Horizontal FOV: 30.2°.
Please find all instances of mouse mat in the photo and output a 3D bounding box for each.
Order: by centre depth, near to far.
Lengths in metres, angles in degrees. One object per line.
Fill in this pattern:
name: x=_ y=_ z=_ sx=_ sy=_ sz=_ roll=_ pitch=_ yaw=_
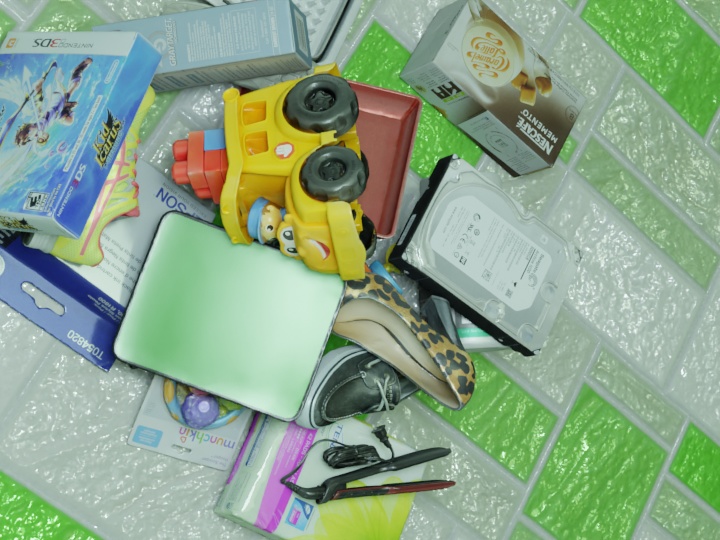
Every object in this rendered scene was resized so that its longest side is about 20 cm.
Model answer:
mouse mat: x=-0.128 y=0.045 z=1.319 sx=0.200 sy=0.008 sz=0.161 roll=21 pitch=85 yaw=-1

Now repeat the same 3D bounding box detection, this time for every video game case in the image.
video game case: x=-0.301 y=-0.133 z=1.256 sx=0.045 sy=0.181 sz=0.200 roll=44 pitch=60 yaw=-49

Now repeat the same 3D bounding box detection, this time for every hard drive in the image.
hard drive: x=0.140 y=-0.015 z=1.451 sx=0.200 sy=0.038 sz=0.140 roll=36 pitch=68 yaw=-21

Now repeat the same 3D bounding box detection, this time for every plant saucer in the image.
plant saucer: x=-0.047 y=-0.125 z=1.426 sx=0.199 sy=0.037 sz=0.200 roll=13 pitch=56 yaw=-1

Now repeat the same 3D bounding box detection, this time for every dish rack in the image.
dish rack: x=-0.094 y=-0.329 z=1.485 sx=0.200 sy=0.044 sz=0.172 roll=32 pitch=67 yaw=-23

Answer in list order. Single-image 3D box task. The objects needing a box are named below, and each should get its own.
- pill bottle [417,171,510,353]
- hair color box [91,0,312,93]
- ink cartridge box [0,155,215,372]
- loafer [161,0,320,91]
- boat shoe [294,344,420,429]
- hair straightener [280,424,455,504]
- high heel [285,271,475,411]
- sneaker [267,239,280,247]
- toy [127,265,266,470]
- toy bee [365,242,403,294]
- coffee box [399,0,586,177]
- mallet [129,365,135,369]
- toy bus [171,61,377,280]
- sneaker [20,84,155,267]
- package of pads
pill bottle: x=0.120 y=-0.007 z=1.524 sx=0.113 sy=0.113 sz=0.200 roll=1 pitch=83 yaw=-30
hair color box: x=-0.157 y=-0.224 z=1.340 sx=0.200 sy=0.099 sz=0.061 roll=-8 pitch=88 yaw=8
ink cartridge box: x=-0.274 y=-0.033 z=1.337 sx=0.200 sy=0.041 sz=0.200 roll=37 pitch=66 yaw=-21
loafer: x=-0.121 y=-0.227 z=1.423 sx=0.200 sy=0.070 sz=0.070 roll=30 pitch=100 yaw=4
boat shoe: x=0.013 y=0.114 z=1.388 sx=0.200 sy=0.071 sz=0.072 roll=-28 pitch=129 yaw=-46
hair straightener: x=0.008 y=0.200 z=1.398 sx=0.200 sy=0.041 sz=0.077 roll=-2 pitch=85 yaw=-26
high heel: x=0.021 y=0.074 z=1.342 sx=0.200 sy=0.071 sz=0.143 roll=8 pitch=42 yaw=-23
sneaker: x=-0.123 y=0.007 z=1.402 sx=0.200 sy=0.078 sz=0.086 roll=-44 pitch=108 yaw=-28
toy: x=-0.144 y=0.106 z=1.347 sx=0.115 sy=0.047 sz=0.200 roll=20 pitch=95 yaw=-25
toy bee: x=0.000 y=0.000 z=1.457 sx=0.131 sy=0.109 sz=0.200 roll=-23 pitch=137 yaw=-13
coffee box: x=0.160 y=-0.218 z=1.597 sx=0.200 sy=0.080 sz=0.114 roll=39 pitch=66 yaw=-20
mallet: x=-0.147 y=0.075 z=1.402 sx=0.200 sy=0.066 sz=0.041 roll=-5 pitch=114 yaw=-16
toy bus: x=-0.086 y=-0.087 z=1.300 sx=0.192 sy=0.136 sz=0.200 roll=-8 pitch=56 yaw=0
sneaker: x=-0.246 y=-0.092 z=1.299 sx=0.090 sy=0.078 sz=0.200 roll=33 pitch=77 yaw=-22
package of pads: x=-0.037 y=0.226 z=1.425 sx=0.200 sy=0.068 sz=0.155 roll=31 pitch=70 yaw=-24
